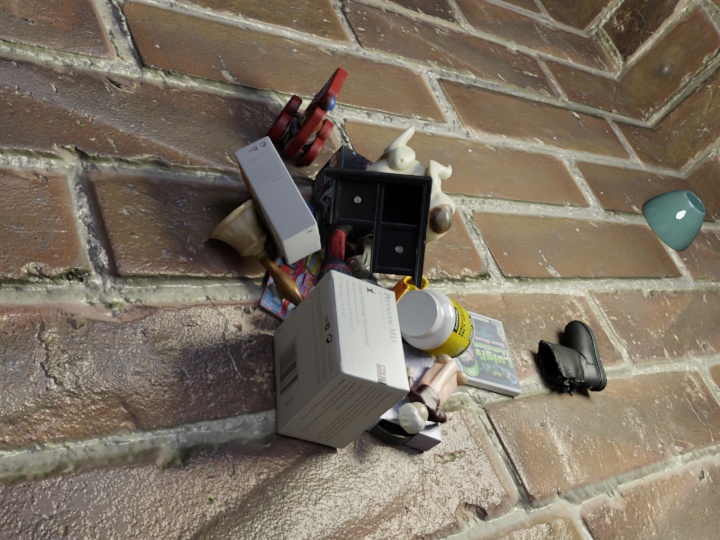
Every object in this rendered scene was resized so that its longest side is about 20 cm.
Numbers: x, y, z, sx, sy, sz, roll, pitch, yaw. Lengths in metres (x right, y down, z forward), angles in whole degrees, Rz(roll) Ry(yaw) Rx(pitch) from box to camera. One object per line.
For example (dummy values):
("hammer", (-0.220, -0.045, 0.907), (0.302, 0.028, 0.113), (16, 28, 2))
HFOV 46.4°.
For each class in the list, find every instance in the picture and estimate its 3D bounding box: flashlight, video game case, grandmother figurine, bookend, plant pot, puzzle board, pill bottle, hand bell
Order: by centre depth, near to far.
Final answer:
("grandmother figurine", (0.119, 0.219, 1.477), (0.121, 0.061, 0.200), (39, 34, 6))
("hand bell", (-0.164, -0.017, 1.483), (0.200, 0.104, 0.104), (50, 37, -1))
("bookend", (0.024, -0.082, 1.544), (0.197, 0.201, 0.092), (6, 9, 0))
("puzzle board", (-0.100, 0.033, 1.557), (0.150, 0.017, 0.201), (32, 39, -16))
("pill bottle", (0.138, 0.099, 1.583), (0.113, 0.112, 0.200), (63, 15, 23))
("flashlight", (-0.041, -0.037, 1.605), (0.067, 0.068, 0.202), (4, 48, 1))
("video game case", (0.239, 0.162, 1.751), (0.198, 0.023, 0.183), (18, 45, -32))
("plant pot", (1.045, -0.183, 2.751), (0.199, 0.135, 0.202), (26, 41, -25))

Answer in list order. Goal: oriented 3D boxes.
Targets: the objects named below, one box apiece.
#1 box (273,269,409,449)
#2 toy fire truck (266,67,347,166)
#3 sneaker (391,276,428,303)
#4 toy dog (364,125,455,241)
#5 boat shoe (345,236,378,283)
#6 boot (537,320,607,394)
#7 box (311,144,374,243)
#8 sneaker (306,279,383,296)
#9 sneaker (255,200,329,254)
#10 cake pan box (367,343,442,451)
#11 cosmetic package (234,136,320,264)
("box", (-0.038, 0.146, 1.356), (0.130, 0.200, 0.201), (19, 43, -29))
("toy fire truck", (-0.100, -0.328, 1.768), (0.112, 0.168, 0.201), (35, 38, -12))
("sneaker", (0.075, 0.064, 1.645), (0.073, 0.077, 0.201), (41, 39, -8))
("toy dog", (0.103, -0.149, 1.638), (0.200, 0.139, 0.194), (46, 55, -3))
("boat shoe", (0.000, 0.000, 1.637), (0.065, 0.072, 0.201), (32, 40, -9))
("boot", (0.467, 0.188, 1.909), (0.161, 0.073, 0.200), (13, 48, -31))
("box", (0.007, -0.137, 1.737), (0.199, 0.115, 0.133), (28, 42, -21))
("sneaker", (-0.028, 0.064, 1.511), (0.199, 0.080, 0.071), (0, 56, -37))
("sneaker", (-0.129, -0.120, 1.602), (0.110, 0.077, 0.201), (-9, 57, -32))
("cake pan box", (0.056, 0.212, 1.509), (0.183, 0.052, 0.201), (22, 42, -25))
("cosmetic package", (-0.147, -0.124, 1.493), (0.071, 0.102, 0.201), (-27, 68, -9))
